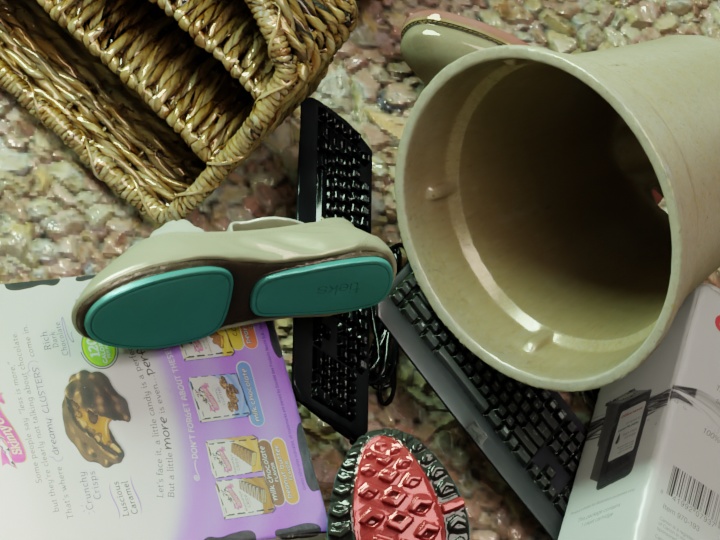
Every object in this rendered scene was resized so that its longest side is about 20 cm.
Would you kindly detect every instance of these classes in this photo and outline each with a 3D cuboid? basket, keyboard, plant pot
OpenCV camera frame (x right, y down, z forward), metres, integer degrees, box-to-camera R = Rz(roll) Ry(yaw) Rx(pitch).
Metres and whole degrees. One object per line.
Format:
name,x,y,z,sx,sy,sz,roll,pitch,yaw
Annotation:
basket,-0.120,-0.154,1.590,0.200,0.143,0.149,44,55,2
keyboard,0.098,0.063,1.628,0.200,0.021,0.127,52,45,-10
keyboard,0.000,0.000,1.599,0.104,0.039,0.201,39,45,-51
plant pot,0.154,-0.053,1.585,0.183,0.200,0.201,-24,76,-46

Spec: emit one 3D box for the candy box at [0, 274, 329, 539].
candy box,-0.137,0.091,1.502,0.199,0.072,0.169,-5,68,-27

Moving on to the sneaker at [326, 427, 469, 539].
sneaker,0.028,0.189,1.517,0.079,0.096,0.201,-14,82,-9

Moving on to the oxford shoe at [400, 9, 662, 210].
oxford shoe,0.100,-0.085,1.700,0.200,0.070,0.075,37,58,-4

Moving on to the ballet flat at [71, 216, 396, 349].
ballet flat,-0.076,0.000,1.503,0.199,0.069,0.070,-5,67,-30

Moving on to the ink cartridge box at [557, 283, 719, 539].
ink cartridge box,0.208,0.132,1.617,0.145,0.083,0.201,34,54,-21
